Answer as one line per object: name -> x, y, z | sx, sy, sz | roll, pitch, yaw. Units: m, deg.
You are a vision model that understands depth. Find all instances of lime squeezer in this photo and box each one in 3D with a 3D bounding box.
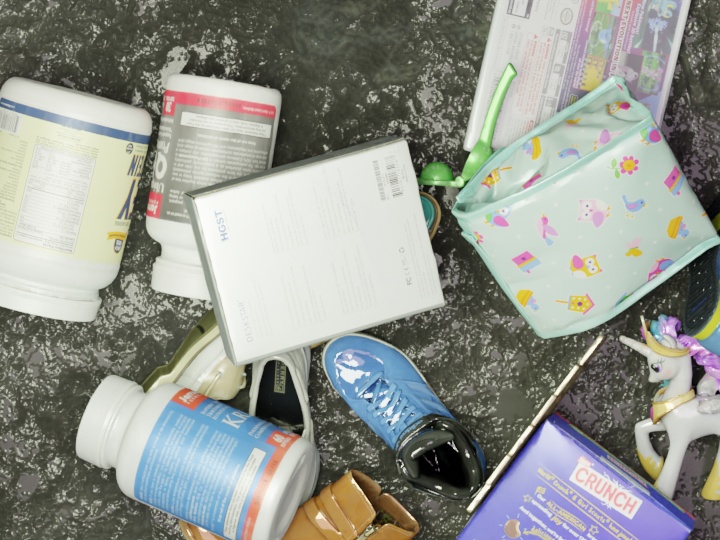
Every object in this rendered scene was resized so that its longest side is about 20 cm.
lime squeezer -> 0.078, -0.107, 1.664 | 0.199, 0.038, 0.071 | -33, 105, 18

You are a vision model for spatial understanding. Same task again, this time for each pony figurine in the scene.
pony figurine -> 0.341, 0.134, 1.667 | 0.191, 0.167, 0.202 | -2, 110, 8

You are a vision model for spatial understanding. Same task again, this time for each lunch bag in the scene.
lunch bag -> 0.201, -0.050, 1.628 | 0.199, 0.122, 0.171 | -33, 120, 6

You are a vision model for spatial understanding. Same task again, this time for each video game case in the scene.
video game case -> 0.207, -0.193, 1.691 | 0.180, 0.023, 0.202 | 13, 94, -1

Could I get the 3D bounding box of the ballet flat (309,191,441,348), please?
ballet flat -> 0.000, 0.000, 1.686 | 0.200, 0.063, 0.069 | -40, 71, 8

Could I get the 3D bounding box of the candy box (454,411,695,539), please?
candy box -> 0.185, 0.261, 1.649 | 0.169, 0.077, 0.201 | 37, 101, 7

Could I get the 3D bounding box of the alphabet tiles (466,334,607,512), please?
alphabet tiles -> 0.166, 0.141, 1.647 | 0.006, 0.166, 0.201 | 37, 94, 9

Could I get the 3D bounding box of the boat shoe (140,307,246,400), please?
boat shoe -> -0.142, 0.091, 1.693 | 0.068, 0.075, 0.200 | 43, 97, -13

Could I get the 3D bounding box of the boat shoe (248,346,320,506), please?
boat shoe -> -0.074, 0.152, 1.670 | 0.071, 0.066, 0.202 | 7, 117, 4

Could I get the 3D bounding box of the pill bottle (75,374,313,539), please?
pill bottle -> -0.152, 0.169, 1.604 | 0.198, 0.112, 0.113 | 22, 95, 10

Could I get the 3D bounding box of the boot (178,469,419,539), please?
boot -> -0.057, 0.242, 1.668 | 0.199, 0.077, 0.155 | 37, 119, -12

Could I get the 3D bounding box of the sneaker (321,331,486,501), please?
sneaker -> 0.043, 0.138, 1.673 | 0.077, 0.111, 0.200 | -43, 93, 3

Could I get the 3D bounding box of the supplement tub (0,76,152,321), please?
supplement tub -> -0.281, -0.066, 1.638 | 0.144, 0.145, 0.202 | 14, 95, -1

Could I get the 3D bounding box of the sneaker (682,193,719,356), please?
sneaker -> 0.351, 0.004, 1.646 | 0.078, 0.201, 0.066 | 27, 138, -12

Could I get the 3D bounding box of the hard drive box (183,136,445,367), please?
hard drive box -> -0.042, -0.020, 1.584 | 0.198, 0.077, 0.157 | -15, 99, -10

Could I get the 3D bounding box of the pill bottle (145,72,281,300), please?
pill bottle -> -0.141, -0.077, 1.654 | 0.109, 0.111, 0.202 | 9, 93, -1
